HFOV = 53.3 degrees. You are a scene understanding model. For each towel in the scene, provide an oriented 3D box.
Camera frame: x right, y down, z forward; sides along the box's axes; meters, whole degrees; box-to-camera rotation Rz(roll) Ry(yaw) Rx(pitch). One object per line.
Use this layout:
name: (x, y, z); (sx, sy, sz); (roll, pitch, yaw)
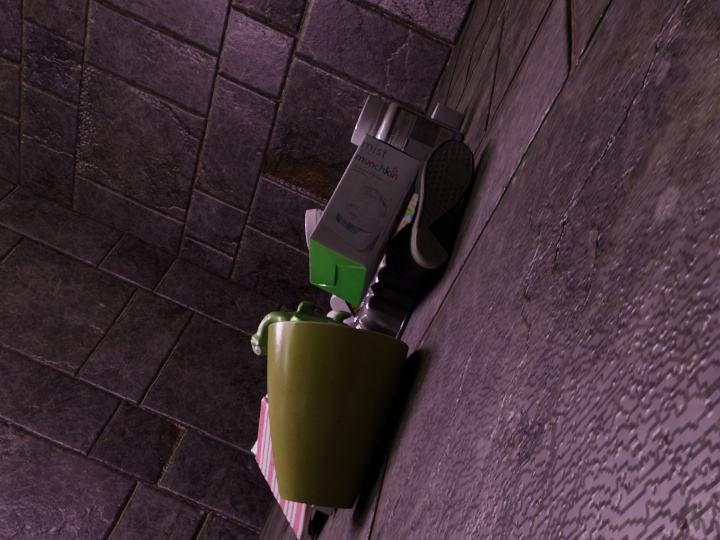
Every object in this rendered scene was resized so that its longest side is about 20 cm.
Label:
towel: (-0.123, 0.325, 1.198); (0.200, 0.029, 0.149); (48, 138, 44)

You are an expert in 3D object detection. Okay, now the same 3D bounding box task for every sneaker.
sneaker: (0.097, -0.077, 1.038); (0.146, 0.075, 0.206); (124, 167, -67)

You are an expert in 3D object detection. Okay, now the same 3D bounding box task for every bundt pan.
bundt pan: (0.037, 0.058, 1.199); (0.202, 0.074, 0.207); (-158, 89, -88)

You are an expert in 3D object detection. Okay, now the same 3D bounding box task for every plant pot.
plant pot: (-0.040, 0.185, 0.897); (0.187, 0.182, 0.206); (121, 157, -74)

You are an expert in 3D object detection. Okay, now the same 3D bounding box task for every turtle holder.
turtle holder: (-0.098, 0.139, 1.294); (0.141, 0.181, 0.135); (-140, 60, -64)

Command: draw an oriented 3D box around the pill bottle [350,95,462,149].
pill bottle: (0.087, -0.252, 1.381); (0.114, 0.196, 0.116); (-157, 91, -88)

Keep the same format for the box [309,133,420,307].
box: (0.005, -0.066, 1.058); (0.201, 0.095, 0.180); (100, -164, -72)

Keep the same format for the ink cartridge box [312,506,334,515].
ink cartridge box: (-0.017, 0.255, 1.066); (0.100, 0.038, 0.204); (-72, 3, -63)

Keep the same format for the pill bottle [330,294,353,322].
pill bottle: (0.015, 0.007, 1.541); (0.203, 0.114, 0.117); (-64, 0, -34)

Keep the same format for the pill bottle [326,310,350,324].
pill bottle: (-0.050, 0.171, 1.796); (0.110, 0.107, 0.204); (-76, 9, -76)

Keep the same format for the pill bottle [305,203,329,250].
pill bottle: (-0.011, -0.090, 1.474); (0.111, 0.194, 0.114); (-4, -90, -86)

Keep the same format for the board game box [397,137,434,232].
board game box: (0.091, -0.126, 1.310); (0.201, 0.103, 0.105); (115, 177, -61)

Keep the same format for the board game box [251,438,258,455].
board game box: (-0.120, 0.306, 1.428); (0.152, 0.040, 0.203); (18, 74, 53)

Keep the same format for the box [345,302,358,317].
box: (0.000, 0.000, 1.364); (0.048, 0.203, 0.161); (-17, 26, 24)

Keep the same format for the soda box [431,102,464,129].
soda box: (0.150, -0.238, 1.499); (0.068, 0.062, 0.204); (123, 169, -78)

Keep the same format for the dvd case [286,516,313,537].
dvd case: (-0.124, 0.355, 1.270); (0.148, 0.016, 0.206); (157, 104, -70)
